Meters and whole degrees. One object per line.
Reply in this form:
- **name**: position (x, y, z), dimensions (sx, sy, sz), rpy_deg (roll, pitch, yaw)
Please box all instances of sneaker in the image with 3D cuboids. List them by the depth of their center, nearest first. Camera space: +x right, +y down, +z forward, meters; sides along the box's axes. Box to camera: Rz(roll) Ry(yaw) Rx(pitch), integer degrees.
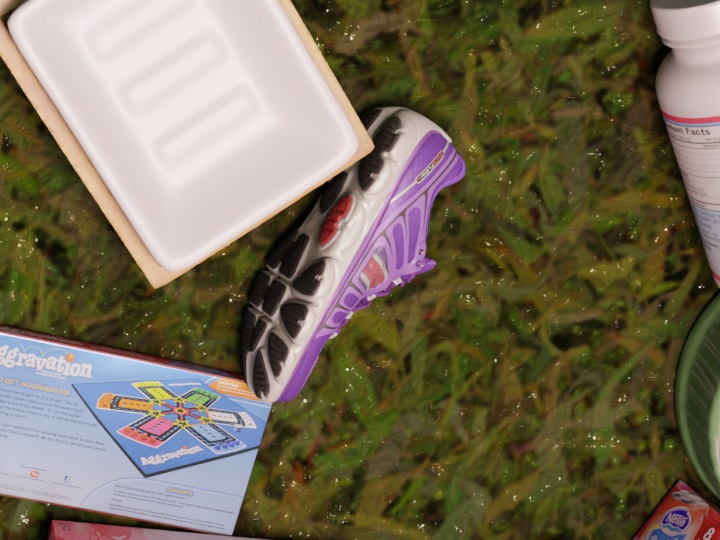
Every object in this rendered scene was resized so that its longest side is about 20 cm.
- **sneaker**: position (0.000, 0.000, 1.495), dimensions (0.083, 0.081, 0.200), rpy_deg (32, 93, -29)

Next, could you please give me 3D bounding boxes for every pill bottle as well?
- **pill bottle**: position (0.248, -0.088, 1.528), dimensions (0.109, 0.109, 0.200), rpy_deg (-23, 111, -10)

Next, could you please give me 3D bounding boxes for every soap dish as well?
- **soap dish**: position (-0.108, -0.113, 1.424), dimensions (0.157, 0.081, 0.200), rpy_deg (-34, 113, -5)

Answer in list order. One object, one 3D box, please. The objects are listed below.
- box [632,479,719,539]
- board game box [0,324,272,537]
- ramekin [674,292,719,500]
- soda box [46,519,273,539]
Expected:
- **box**: position (0.269, 0.242, 1.639), dimensions (0.200, 0.095, 0.100), rpy_deg (36, 92, -23)
- **board game box**: position (-0.160, 0.097, 1.504), dimensions (0.200, 0.019, 0.103), rpy_deg (13, 103, -20)
- **ramekin**: position (0.308, 0.091, 1.577), dimensions (0.200, 0.098, 0.200), rpy_deg (0, 102, 0)
- **soda box**: position (-0.097, 0.206, 1.518), dimensions (0.200, 0.070, 0.063), rpy_deg (7, 116, -17)
